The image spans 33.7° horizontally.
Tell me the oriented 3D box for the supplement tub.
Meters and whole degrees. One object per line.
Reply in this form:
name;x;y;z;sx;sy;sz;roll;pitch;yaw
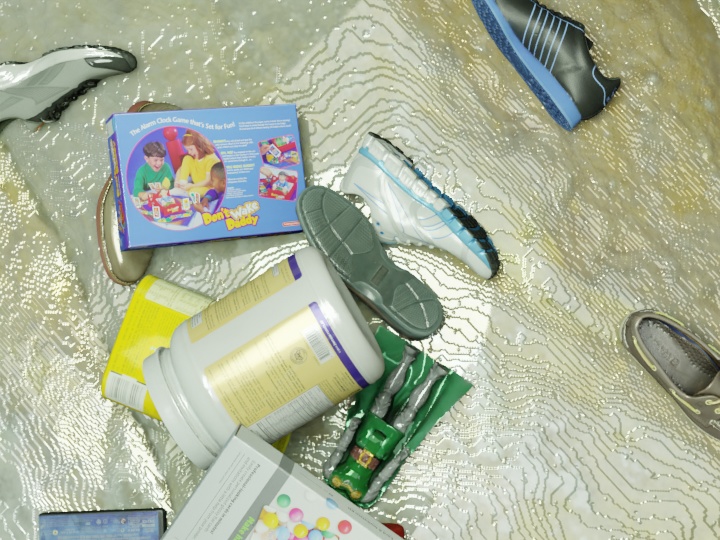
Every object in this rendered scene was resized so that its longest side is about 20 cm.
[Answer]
supplement tub;-0.091;0.085;1.130;0.198;0.145;0.147;-31;84;3

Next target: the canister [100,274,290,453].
canister;-0.157;0.104;1.254;0.197;0.087;0.150;21;87;8

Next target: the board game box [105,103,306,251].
board game box;-0.157;-0.098;1.240;0.197;0.045;0.137;-6;88;-23

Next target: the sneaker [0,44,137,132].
sneaker;-0.335;-0.200;1.305;0.197;0.074;0.081;-13;94;11

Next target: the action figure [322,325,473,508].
action figure;0.018;0.176;1.249;0.117;0.055;0.202;31;94;4

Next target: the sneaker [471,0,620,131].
sneaker;0.192;-0.247;1.254;0.078;0.070;0.201;-36;89;-2

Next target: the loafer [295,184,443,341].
loafer;0.000;0.000;1.247;0.200;0.063;0.072;47;64;3

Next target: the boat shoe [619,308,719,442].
boat shoe;0.350;0.114;1.213;0.200;0.060;0.072;43;90;7

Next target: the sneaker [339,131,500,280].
sneaker;0.060;-0.051;1.258;0.200;0.075;0.087;43;104;10

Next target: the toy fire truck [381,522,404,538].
toy fire truck;-0.032;0.320;1.184;0.197;0.168;0.114;-3;86;5

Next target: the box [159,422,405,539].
box;-0.072;0.259;1.070;0.199;0.041;0.157;35;101;-4

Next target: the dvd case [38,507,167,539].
dvd case;-0.275;0.361;1.281;0.140;0.018;0.203;-3;85;5

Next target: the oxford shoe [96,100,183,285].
oxford shoe;-0.230;-0.083;1.268;0.074;0.070;0.203;5;87;46
